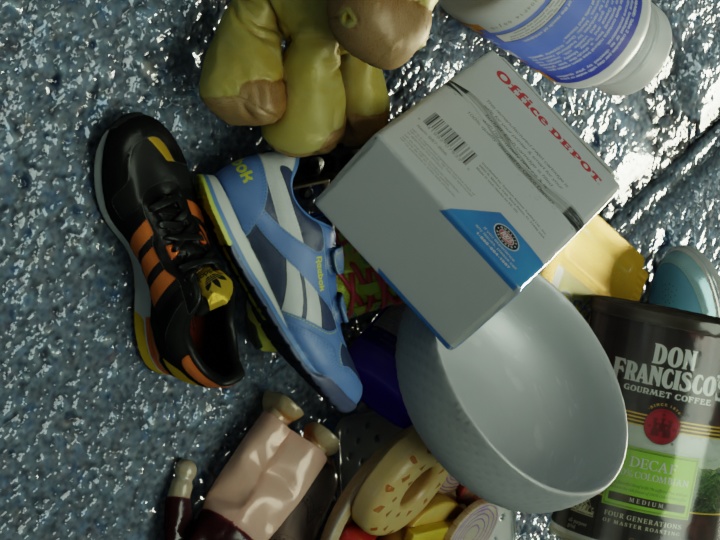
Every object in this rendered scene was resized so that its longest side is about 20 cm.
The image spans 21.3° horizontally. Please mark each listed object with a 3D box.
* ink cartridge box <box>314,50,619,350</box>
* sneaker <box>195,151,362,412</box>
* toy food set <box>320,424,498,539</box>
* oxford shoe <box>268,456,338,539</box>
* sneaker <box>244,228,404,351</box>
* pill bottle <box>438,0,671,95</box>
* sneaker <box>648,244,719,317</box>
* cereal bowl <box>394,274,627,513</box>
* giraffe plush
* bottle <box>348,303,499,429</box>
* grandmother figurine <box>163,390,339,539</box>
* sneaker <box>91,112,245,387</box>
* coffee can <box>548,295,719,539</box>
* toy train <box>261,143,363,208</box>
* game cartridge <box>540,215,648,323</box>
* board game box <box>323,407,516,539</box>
[{"bbox_3d":[0.082,-0.055,1.371,0.145,0.084,0.200,47,37,3],"label":"ink cartridge box"},{"bbox_3d":[-0.040,0.006,1.344,0.082,0.074,0.201,-30,104,-13],"label":"sneaker"},{"bbox_3d":[0.045,0.194,1.482,0.197,0.049,0.201,-3,121,-51],"label":"toy food set"},{"bbox_3d":[-0.063,0.232,1.445,0.071,0.073,0.201,39,75,-43],"label":"oxford shoe"},{"bbox_3d":[0.000,0.000,1.423,0.200,0.090,0.078,-35,126,-29],"label":"sneaker"},{"bbox_3d":[0.156,-0.209,1.492,0.200,0.112,0.113,26,84,-44],"label":"pill bottle"},{"bbox_3d":[0.262,0.084,1.703,0.130,0.079,0.201,-17,113,-40],"label":"sneaker"},{"bbox_3d":[0.099,0.091,1.403,0.200,0.083,0.201,29,42,-29],"label":"cereal bowl"},{"bbox_3d":[-0.003,-0.184,1.278,0.172,0.162,0.201,-14,95,-44],"label":"giraffe plush"},{"bbox_3d":[0.073,0.031,1.505,0.200,0.083,0.065,-48,163,-24],"label":"bottle"},{"bbox_3d":[-0.094,0.191,1.402,0.200,0.121,0.061,-51,172,-18],"label":"grandmother figurine"},{"bbox_3d":[-0.120,-0.011,1.306,0.070,0.090,0.201,-28,121,-34],"label":"sneaker"},{"bbox_3d":[0.246,0.133,1.594,0.146,0.146,0.201,8,94,-44],"label":"coffee can"},{"bbox_3d":[-0.007,-0.075,1.436,0.199,0.034,0.046,-13,122,-41],"label":"toy train"},{"bbox_3d":[0.173,0.053,1.619,0.176,0.032,0.201,34,75,-51],"label":"game cartridge"},{"bbox_3d":[0.051,0.188,1.573,0.199,0.026,0.201,-17,113,-40],"label":"board game box"}]
